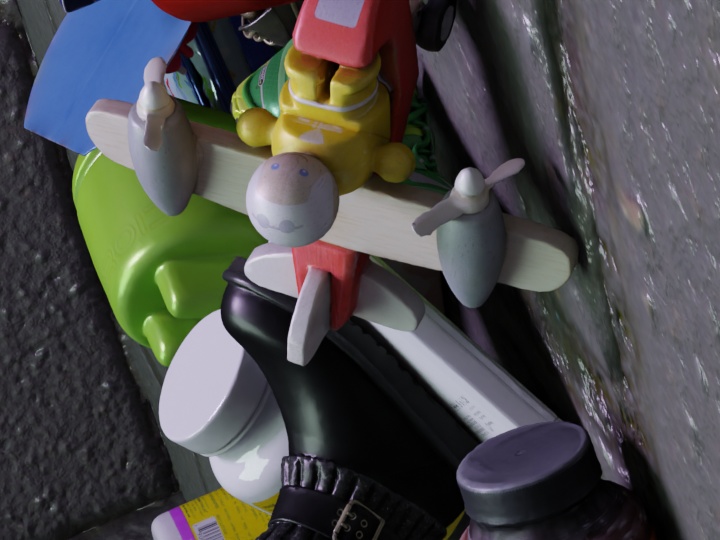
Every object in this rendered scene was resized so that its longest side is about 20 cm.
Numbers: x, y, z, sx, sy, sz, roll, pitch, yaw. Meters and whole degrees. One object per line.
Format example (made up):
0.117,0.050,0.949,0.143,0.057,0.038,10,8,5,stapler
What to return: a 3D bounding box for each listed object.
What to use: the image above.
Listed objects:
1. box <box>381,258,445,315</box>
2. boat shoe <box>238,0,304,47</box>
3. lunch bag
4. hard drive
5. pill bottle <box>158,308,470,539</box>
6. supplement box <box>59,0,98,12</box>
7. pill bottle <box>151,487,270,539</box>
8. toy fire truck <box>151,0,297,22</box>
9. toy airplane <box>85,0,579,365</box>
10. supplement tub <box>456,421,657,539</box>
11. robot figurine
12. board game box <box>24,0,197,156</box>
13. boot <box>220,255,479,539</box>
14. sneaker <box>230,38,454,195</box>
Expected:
0.000,0.000,1.575,0.201,0.077,0.095,82,163,-55,box
-0.046,-0.170,1.464,0.201,0.073,0.075,80,165,-50,boat shoe
-0.094,-0.154,1.758,0.201,0.082,0.161,67,166,2,lunch bag
0.030,0.042,1.409,0.200,0.027,0.132,41,169,2,hard drive
-0.017,0.102,1.524,0.199,0.113,0.113,29,-168,-30,pill bottle
-0.176,-0.268,1.596,0.200,0.108,0.110,-123,15,-49,supplement box
-0.051,0.198,1.928,0.104,0.199,0.105,158,90,-81,pill bottle
-0.089,-0.204,1.259,0.128,0.200,0.177,-6,110,44,toy fire truck
-0.019,-0.040,1.241,0.200,0.199,0.141,57,-151,-7,toy airplane
0.110,0.180,1.287,0.107,0.106,0.201,-139,27,-69,supplement tub
-0.120,-0.028,1.643,0.201,0.115,0.176,-117,30,-42,robot figurine
-0.144,-0.142,1.642,0.039,0.159,0.200,32,176,-28,board game box
-0.034,0.111,1.410,0.211,0.158,0.079,44,169,-14,boot
0.008,-0.069,1.374,0.200,0.084,0.074,39,-172,34,sneaker
